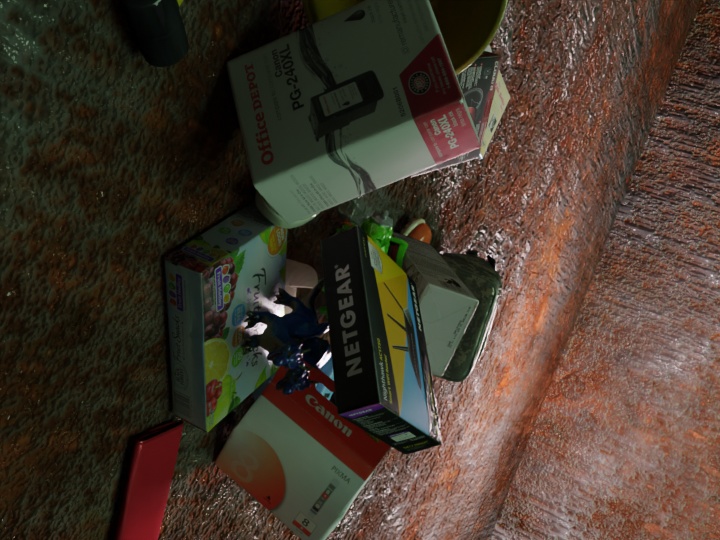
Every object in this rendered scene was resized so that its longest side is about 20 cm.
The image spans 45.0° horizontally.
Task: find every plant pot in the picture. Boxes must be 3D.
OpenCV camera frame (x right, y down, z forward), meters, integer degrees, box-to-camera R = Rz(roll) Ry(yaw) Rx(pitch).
[{"bbox_3d":[0.045,-0.301,0.888,0.142,0.199,0.201,-85,-177,-64],"label":"plant pot"}]

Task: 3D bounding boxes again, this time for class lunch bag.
[{"bbox_3d":[0.157,0.068,1.471,0.168,0.139,0.201,-39,147,-76],"label":"lunch bag"}]

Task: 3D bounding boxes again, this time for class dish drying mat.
[{"bbox_3d":[-0.235,0.259,0.929,0.077,0.018,0.201,-14,121,-63],"label":"dish drying mat"}]

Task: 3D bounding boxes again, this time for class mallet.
[{"bbox_3d":[-0.129,-0.260,0.707,0.201,0.041,0.066,-64,160,-20],"label":"mallet"}]

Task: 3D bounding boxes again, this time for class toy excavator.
[{"bbox_3d":[-0.079,0.109,1.057,0.195,0.100,0.200,-63,147,-15],"label":"toy excavator"}]

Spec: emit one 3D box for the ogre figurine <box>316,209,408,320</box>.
[{"bbox_3d":[0.000,0.000,1.109,0.120,0.098,0.200,-65,159,-21],"label":"ogre figurine"}]

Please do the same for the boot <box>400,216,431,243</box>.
[{"bbox_3d":[0.085,0.024,1.308,0.075,0.107,0.201,2,106,-63],"label":"boot"}]

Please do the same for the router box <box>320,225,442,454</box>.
[{"bbox_3d":[0.022,0.075,0.911,0.149,0.051,0.201,41,34,-52],"label":"router box"}]

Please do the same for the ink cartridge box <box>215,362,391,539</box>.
[{"bbox_3d":[-0.066,0.207,0.994,0.050,0.162,0.200,-40,165,-49],"label":"ink cartridge box"}]

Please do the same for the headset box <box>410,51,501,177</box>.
[{"bbox_3d":[0.106,-0.218,1.161,0.200,0.075,0.149,-23,130,-49],"label":"headset box"}]

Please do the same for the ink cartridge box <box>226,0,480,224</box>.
[{"bbox_3d":[-0.010,-0.152,0.794,0.083,0.199,0.146,48,23,-62],"label":"ink cartridge box"}]

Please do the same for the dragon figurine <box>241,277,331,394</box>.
[{"bbox_3d":[-0.056,0.065,0.915,0.200,0.099,0.059,-32,137,-57],"label":"dragon figurine"}]

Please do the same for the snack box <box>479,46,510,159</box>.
[{"bbox_3d":[0.177,-0.264,1.347,0.117,0.037,0.200,-65,156,-6],"label":"snack box"}]

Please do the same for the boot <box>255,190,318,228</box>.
[{"bbox_3d":[-0.025,-0.135,0.909,0.144,0.072,0.200,-45,-176,43],"label":"boot"}]

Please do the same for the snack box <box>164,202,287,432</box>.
[{"bbox_3d":[-0.138,0.049,0.916,0.142,0.053,0.201,-42,145,-49],"label":"snack box"}]

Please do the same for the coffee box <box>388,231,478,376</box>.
[{"bbox_3d":[0.069,0.037,1.158,0.113,0.079,0.200,-66,-159,15],"label":"coffee box"}]
